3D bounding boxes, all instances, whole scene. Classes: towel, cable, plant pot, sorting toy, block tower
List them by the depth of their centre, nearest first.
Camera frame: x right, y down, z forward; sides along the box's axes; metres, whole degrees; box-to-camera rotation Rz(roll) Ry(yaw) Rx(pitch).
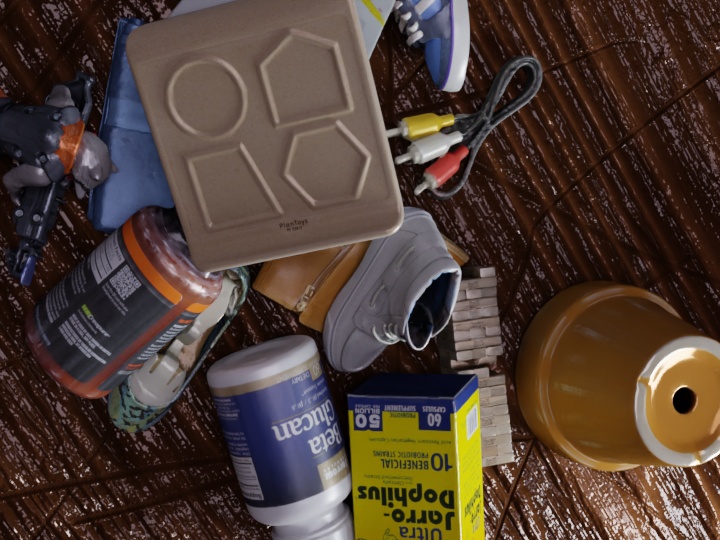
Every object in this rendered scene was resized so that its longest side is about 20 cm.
[{"bbox_3d":[-0.073,-0.111,0.798,0.182,0.037,0.203,-11,107,10],"label":"sorting toy"},{"bbox_3d":[-0.190,-0.130,0.955,0.110,0.048,0.203,10,89,-16],"label":"towel"},{"bbox_3d":[0.286,0.117,1.035,0.197,0.183,0.203,-1,93,-16],"label":"plant pot"},{"bbox_3d":[0.120,-0.145,1.042,0.199,0.050,0.098,-31,102,-11],"label":"cable"},{"bbox_3d":[0.116,0.099,1.052,0.057,0.054,0.203,-6,94,-16],"label":"block tower"}]

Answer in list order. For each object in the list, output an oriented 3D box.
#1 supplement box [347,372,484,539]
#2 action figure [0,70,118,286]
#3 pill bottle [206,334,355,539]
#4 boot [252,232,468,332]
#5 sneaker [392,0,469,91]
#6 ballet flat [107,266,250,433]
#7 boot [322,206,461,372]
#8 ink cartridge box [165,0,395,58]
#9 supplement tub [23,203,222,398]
[{"bbox_3d":[0.057,0.210,0.989,0.107,0.109,0.203,-1,96,19],"label":"supplement box"},{"bbox_3d":[-0.312,-0.093,0.887,0.190,0.105,0.203,8,85,0],"label":"action figure"},{"bbox_3d":[-0.069,0.174,0.973,0.110,0.111,0.203,-18,98,-14],"label":"pill bottle"},{"bbox_3d":[0.000,0.000,1.016,0.199,0.071,0.145,24,99,-24],"label":"boot"},{"bbox_3d":[0.027,-0.275,1.000,0.144,0.081,0.203,-6,98,-8],"label":"sneaker"},{"bbox_3d":[-0.174,0.068,0.960,0.074,0.074,0.201,33,84,-15],"label":"ballet flat"},{"bbox_3d":[0.028,0.045,0.957,0.073,0.096,0.202,1,130,-30],"label":"boot"},{"bbox_3d":[-0.071,-0.219,0.884,0.144,0.201,0.145,41,121,-15],"label":"ink cartridge box"},{"bbox_3d":[-0.196,0.017,0.900,0.199,0.107,0.107,-39,103,12],"label":"supplement tub"}]
